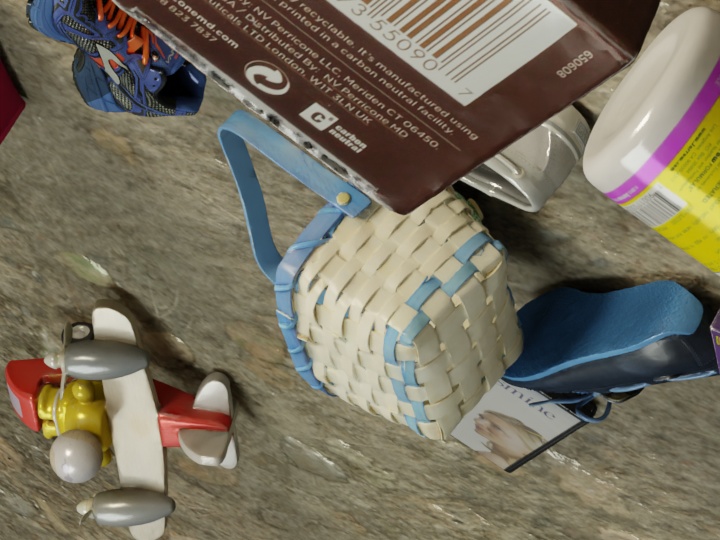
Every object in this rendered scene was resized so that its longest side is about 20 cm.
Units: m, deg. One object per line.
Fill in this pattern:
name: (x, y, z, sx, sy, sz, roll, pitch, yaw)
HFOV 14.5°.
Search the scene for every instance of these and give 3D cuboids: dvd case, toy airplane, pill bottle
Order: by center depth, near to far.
pill bottle: (0.214, -0.033, 1.381, 0.200, 0.105, 0.104, 35, 161, -8)
dvd case: (0.078, 0.083, 2.008, 0.142, 0.018, 0.200, 34, 161, -3)
toy airplane: (-0.199, 0.132, 2.367, 0.200, 0.141, 0.199, 49, 139, -8)

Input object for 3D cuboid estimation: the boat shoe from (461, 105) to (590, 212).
boat shoe: (0.030, -0.087, 1.587, 0.199, 0.069, 0.072, 25, 160, 19)

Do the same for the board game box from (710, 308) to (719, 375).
board game box: (0.294, 0.089, 1.630, 0.165, 0.057, 0.200, 22, 158, 24)

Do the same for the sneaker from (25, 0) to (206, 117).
sneaker: (-0.141, -0.152, 1.715, 0.078, 0.076, 0.200, 16, 165, 18)

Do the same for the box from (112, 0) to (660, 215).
box: (0.032, -0.165, 1.132, 0.166, 0.200, 0.164, 37, 143, -15)

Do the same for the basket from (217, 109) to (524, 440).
basket: (0.000, 0.000, 1.740, 0.200, 0.139, 0.177, 31, 158, 25)

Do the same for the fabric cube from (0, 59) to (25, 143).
fabric cube: (-0.378, -0.122, 1.940, 0.196, 0.201, 0.200, 24, 162, 19)

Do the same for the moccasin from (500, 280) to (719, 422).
moccasin: (0.151, 0.056, 1.736, 0.068, 0.081, 0.200, 36, 162, -24)
